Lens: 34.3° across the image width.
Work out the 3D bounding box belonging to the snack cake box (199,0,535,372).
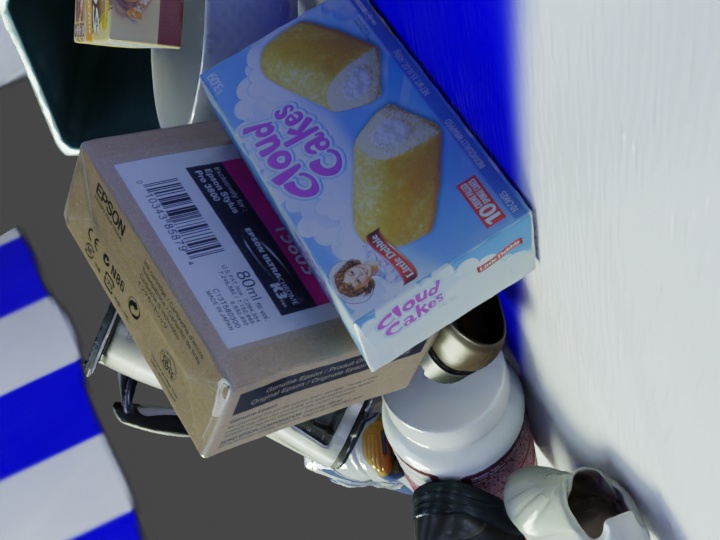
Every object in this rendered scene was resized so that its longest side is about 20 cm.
[{"bbox_3d":[0.002,-0.058,0.684,0.201,0.114,0.067,56,173,29],"label":"snack cake box"}]

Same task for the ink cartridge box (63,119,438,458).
[{"bbox_3d":[-0.069,-0.002,0.735,0.201,0.163,0.075,53,139,26],"label":"ink cartridge box"}]

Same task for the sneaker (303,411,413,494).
[{"bbox_3d":[0.012,0.164,1.064,0.200,0.087,0.076,41,-134,-63],"label":"sneaker"}]

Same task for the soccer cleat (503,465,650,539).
[{"bbox_3d":[0.150,0.163,0.799,0.200,0.068,0.079,-142,37,-73],"label":"soccer cleat"}]

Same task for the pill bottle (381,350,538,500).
[{"bbox_3d":[0.079,0.125,0.933,0.115,0.113,0.201,56,173,33],"label":"pill bottle"}]

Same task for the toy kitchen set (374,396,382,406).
[{"bbox_3d":[-0.016,0.070,1.153,0.164,0.179,0.200,59,170,15],"label":"toy kitchen set"}]

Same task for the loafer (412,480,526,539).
[{"bbox_3d":[0.120,0.230,0.908,0.198,0.073,0.073,24,148,-22],"label":"loafer"}]

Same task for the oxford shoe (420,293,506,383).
[{"bbox_3d":[0.045,-0.030,0.773,0.202,0.072,0.084,62,151,5],"label":"oxford shoe"}]

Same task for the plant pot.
[{"bbox_3d":[-0.210,-0.260,1.115,0.197,0.193,0.202,79,-174,-50],"label":"plant pot"}]

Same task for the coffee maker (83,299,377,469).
[{"bbox_3d":[-0.080,0.040,0.862,0.198,0.135,0.193,25,-146,-8],"label":"coffee maker"}]

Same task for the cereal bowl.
[{"bbox_3d":[-0.098,-0.191,0.864,0.200,0.082,0.203,-179,90,-69],"label":"cereal bowl"}]

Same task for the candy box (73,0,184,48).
[{"bbox_3d":[-0.175,-0.228,0.876,0.200,0.055,0.117,-153,66,-68],"label":"candy box"}]
